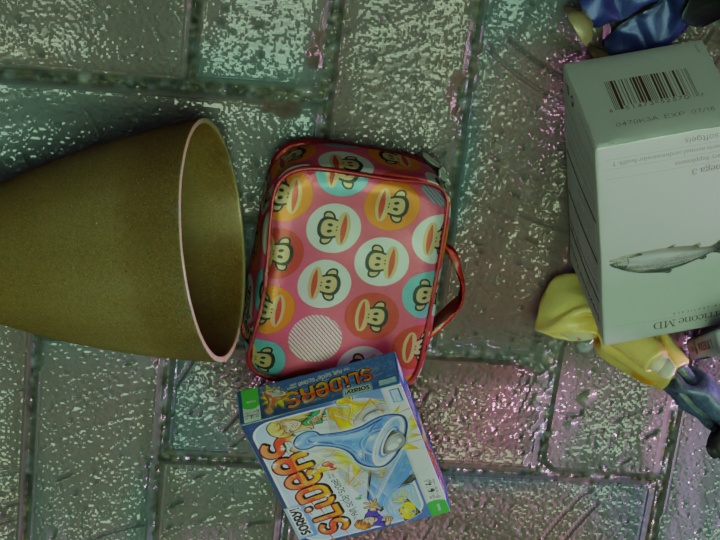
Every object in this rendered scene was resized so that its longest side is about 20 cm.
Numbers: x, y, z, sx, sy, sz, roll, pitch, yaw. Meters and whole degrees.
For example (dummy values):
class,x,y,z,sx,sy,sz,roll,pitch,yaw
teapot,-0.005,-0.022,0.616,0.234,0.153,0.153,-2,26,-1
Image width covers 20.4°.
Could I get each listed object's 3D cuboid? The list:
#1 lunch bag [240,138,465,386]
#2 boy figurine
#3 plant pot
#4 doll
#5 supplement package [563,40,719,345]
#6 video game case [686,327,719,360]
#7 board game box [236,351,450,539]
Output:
class,x,y,z,sx,sy,sz,roll,pitch,yaw
lunch bag,0.000,0.000,1.615,0.175,0.082,0.201,8,113,-10
boy figurine,0.235,0.075,1.657,0.200,0.124,0.065,35,88,1
plant pot,-0.207,-0.018,1.548,0.199,0.187,0.187,-3,115,12
doll,0.265,-0.223,1.564,0.200,0.049,0.137,-31,115,11
supplement package,0.230,-0.060,1.572,0.116,0.118,0.201,-11,130,-3
video game case,0.373,0.035,1.627,0.199,0.182,0.023,-16,85,1
board game box,-0.011,0.152,1.658,0.135,0.035,0.200,-15,140,6
